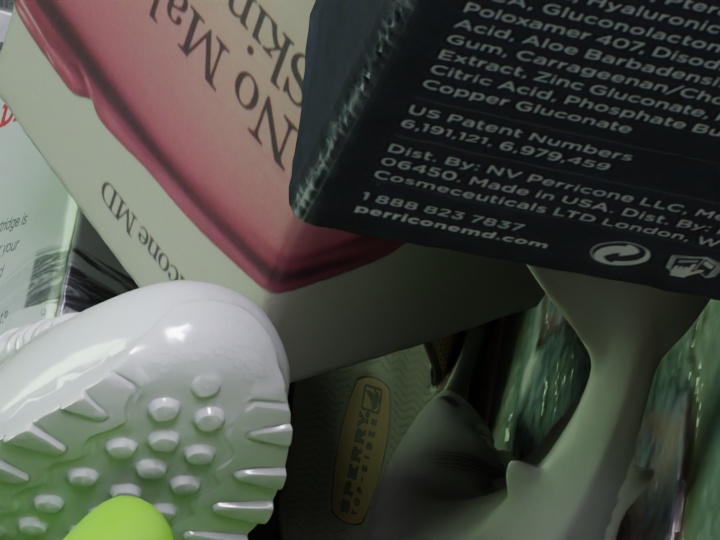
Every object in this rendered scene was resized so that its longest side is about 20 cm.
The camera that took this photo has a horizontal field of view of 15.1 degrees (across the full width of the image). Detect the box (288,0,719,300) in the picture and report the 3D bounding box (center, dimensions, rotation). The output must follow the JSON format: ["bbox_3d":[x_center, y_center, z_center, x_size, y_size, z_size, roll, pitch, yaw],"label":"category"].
[{"bbox_3d":[0.074,-0.122,0.437,0.200,0.117,0.197,119,160,-63],"label":"box"}]

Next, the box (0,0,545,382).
[{"bbox_3d":[0.002,-0.088,0.670,0.128,0.109,0.200,51,138,28],"label":"box"}]

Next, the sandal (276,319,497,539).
[{"bbox_3d":[0.000,0.000,0.799,0.082,0.055,0.200,18,99,42],"label":"sandal"}]

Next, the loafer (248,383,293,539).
[{"bbox_3d":[-0.028,0.083,0.968,0.063,0.072,0.200,79,-158,-61],"label":"loafer"}]

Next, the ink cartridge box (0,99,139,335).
[{"bbox_3d":[-0.095,0.035,0.856,0.146,0.084,0.200,-13,62,57],"label":"ink cartridge box"}]

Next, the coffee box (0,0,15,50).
[{"bbox_3d":[-0.274,-0.114,2.158,0.200,0.198,0.200,-126,49,-77],"label":"coffee box"}]

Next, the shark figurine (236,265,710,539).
[{"bbox_3d":[0.019,0.055,0.643,0.214,0.089,0.128,120,158,-67],"label":"shark figurine"}]

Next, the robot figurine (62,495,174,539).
[{"bbox_3d":[-0.045,0.150,0.635,0.116,0.175,0.200,-51,-28,-42],"label":"robot figurine"}]

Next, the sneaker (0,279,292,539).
[{"bbox_3d":[-0.073,0.042,0.671,0.200,0.076,0.081,-45,33,53],"label":"sneaker"}]
